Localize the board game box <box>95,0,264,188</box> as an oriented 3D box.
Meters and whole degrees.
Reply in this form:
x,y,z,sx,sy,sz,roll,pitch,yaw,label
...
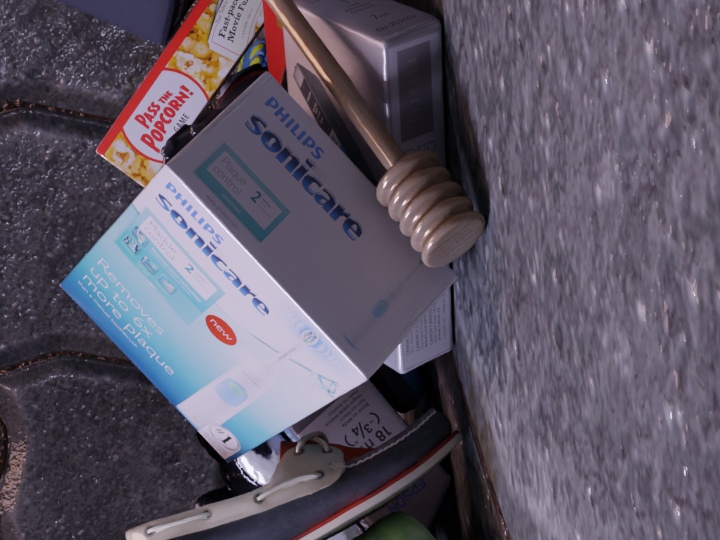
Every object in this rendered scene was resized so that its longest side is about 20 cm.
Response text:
x,y,z,sx,sy,sz,roll,pitch,yaw,label
-0.098,-0.167,1.193,0.201,0.046,0.152,-53,8,18,board game box

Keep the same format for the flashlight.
x,y,z,sx,sy,sz,roll,pitch,yaw,label
-0.074,-0.090,1.098,0.200,0.067,0.069,-63,-20,-75,flashlight

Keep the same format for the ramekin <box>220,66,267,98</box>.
x,y,z,sx,sy,sz,roll,pitch,yaw,label
-0.048,-0.062,1.291,0.200,0.096,0.203,172,90,-83,ramekin

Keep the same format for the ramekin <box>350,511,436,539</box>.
x,y,z,sx,sy,sz,roll,pitch,yaw,label
0.012,0.245,0.949,0.200,0.097,0.202,161,90,-75,ramekin

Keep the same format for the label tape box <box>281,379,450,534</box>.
x,y,z,sx,sy,sz,roll,pitch,yaw,label
0.005,0.127,1.104,0.200,0.063,0.144,50,171,0,label tape box

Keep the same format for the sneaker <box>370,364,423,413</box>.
x,y,z,sx,sy,sz,roll,pitch,yaw,label
0.000,0.000,1.136,0.201,0.078,0.066,57,167,26,sneaker

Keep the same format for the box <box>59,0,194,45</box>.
x,y,z,sx,sy,sz,roll,pitch,yaw,label
-0.125,-0.295,1.121,0.198,0.116,0.201,111,-176,-49,box

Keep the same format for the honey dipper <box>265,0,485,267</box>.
x,y,z,sx,sy,sz,roll,pitch,yaw,label
-0.007,-0.087,0.865,0.201,0.038,0.038,54,160,25,honey dipper

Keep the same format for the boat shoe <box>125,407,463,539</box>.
x,y,z,sx,sy,sz,roll,pitch,yaw,label
-0.036,0.128,0.966,0.063,0.199,0.071,59,178,12,boat shoe

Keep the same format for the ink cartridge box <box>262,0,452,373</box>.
x,y,z,sx,sy,sz,roll,pitch,yaw,label
-0.019,-0.066,0.973,0.176,0.044,0.202,31,134,46,ink cartridge box

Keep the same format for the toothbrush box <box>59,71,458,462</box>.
x,y,z,sx,sy,sz,roll,pitch,yaw,label
-0.061,0.006,0.922,0.147,0.085,0.200,47,149,-5,toothbrush box

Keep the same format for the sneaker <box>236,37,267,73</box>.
x,y,z,sx,sy,sz,roll,pitch,yaw,label
-0.065,-0.096,1.434,0.071,0.082,0.202,152,124,-63,sneaker

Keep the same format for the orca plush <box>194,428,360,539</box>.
x,y,z,sx,sy,sz,roll,pitch,yaw,label
-0.074,0.128,1.066,0.201,0.071,0.105,56,169,-32,orca plush
